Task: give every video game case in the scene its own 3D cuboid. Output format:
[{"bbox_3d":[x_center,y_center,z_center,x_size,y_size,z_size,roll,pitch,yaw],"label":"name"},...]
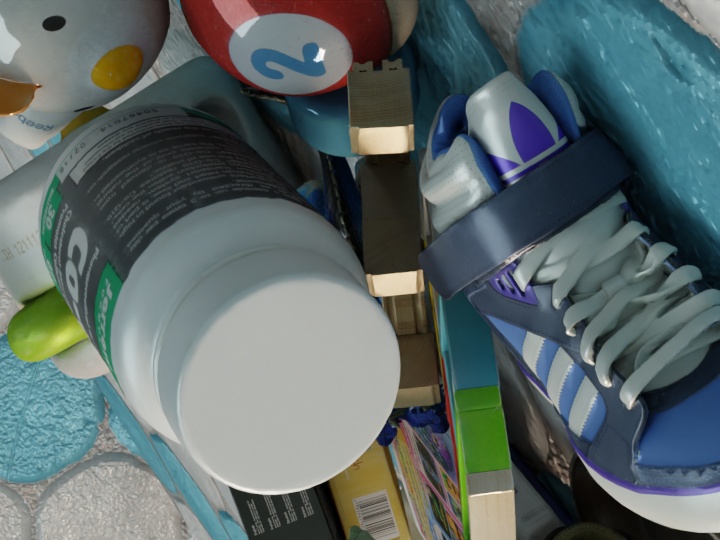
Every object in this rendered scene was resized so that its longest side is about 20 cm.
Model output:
[{"bbox_3d":[0.067,0.142,1.115,0.182,0.024,0.201,50,164,42],"label":"video game case"}]

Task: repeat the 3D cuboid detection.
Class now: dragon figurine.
[{"bbox_3d":[0.000,0.000,0.980,0.100,0.059,0.201,-94,-14,-47],"label":"dragon figurine"}]

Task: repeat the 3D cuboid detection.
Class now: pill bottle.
[{"bbox_3d":[-0.063,0.009,0.856,0.113,0.113,0.200,64,170,-29],"label":"pill bottle"}]

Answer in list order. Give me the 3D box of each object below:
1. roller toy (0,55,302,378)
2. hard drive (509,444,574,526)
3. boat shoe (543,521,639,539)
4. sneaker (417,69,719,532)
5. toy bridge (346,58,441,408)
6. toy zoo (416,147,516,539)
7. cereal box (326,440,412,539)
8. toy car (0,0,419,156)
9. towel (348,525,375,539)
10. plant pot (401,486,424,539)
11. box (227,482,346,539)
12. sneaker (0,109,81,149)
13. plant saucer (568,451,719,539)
[{"bbox_3d":[-0.132,-0.038,1.182,0.140,0.182,0.200,58,-171,-7],"label":"roller toy"},{"bbox_3d":[0.132,0.198,1.132,0.200,0.025,0.132,51,165,23],"label":"hard drive"},{"bbox_3d":[0.107,0.146,0.900,0.200,0.073,0.065,-150,62,-83],"label":"boat shoe"},{"bbox_3d":[0.083,0.000,0.729,0.147,0.080,0.200,58,173,-26],"label":"sneaker"},{"bbox_3d":[0.014,-0.020,0.862,0.201,0.027,0.068,82,-176,-52],"label":"toy bridge"},{"bbox_3d":[0.046,0.037,0.891,0.131,0.020,0.201,82,-179,-58],"label":"toy zoo"},{"bbox_3d":[-0.014,0.069,1.151,0.200,0.039,0.145,-112,5,-79],"label":"cereal box"},{"bbox_3d":[-0.096,-0.115,0.837,0.177,0.200,0.185,48,164,32],"label":"toy car"},{"bbox_3d":[0.079,0.186,0.966,0.199,0.023,0.153,28,-177,0],"label":"towel"},{"bbox_3d":[0.026,0.256,1.298,0.201,0.183,0.201,51,165,19],"label":"plant pot"},{"bbox_3d":[-0.040,0.123,1.104,0.160,0.043,0.201,-103,-7,-80],"label":"box"},{"bbox_3d":[-0.139,-0.145,0.983,0.074,0.201,0.087,32,136,-15],"label":"sneaker"},{"bbox_3d":[0.168,0.156,0.899,0.201,0.032,0.200,53,167,18],"label":"plant saucer"}]
